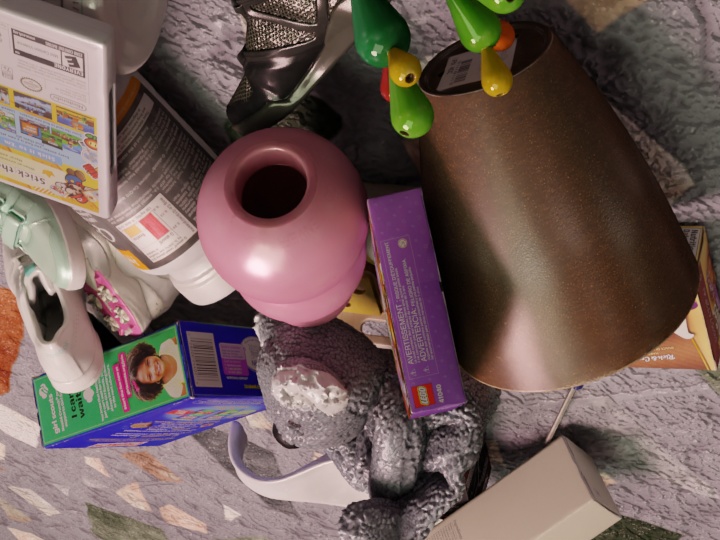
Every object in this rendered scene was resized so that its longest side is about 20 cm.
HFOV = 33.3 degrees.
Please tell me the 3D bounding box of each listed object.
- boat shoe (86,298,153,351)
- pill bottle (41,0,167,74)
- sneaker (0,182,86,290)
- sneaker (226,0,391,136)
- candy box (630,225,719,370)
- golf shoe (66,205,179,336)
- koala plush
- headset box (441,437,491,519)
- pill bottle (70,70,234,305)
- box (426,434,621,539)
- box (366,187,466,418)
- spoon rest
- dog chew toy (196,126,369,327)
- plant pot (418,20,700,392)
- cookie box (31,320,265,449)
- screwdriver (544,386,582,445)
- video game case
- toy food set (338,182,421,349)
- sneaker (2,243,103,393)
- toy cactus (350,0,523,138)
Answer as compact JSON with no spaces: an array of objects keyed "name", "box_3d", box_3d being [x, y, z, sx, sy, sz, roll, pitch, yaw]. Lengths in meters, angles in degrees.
[{"name":"boat shoe","box_3d":[-0.259,0.073,1.257,0.072,0.067,0.201,7,142,20]},{"name":"pill bottle","box_3d":[-0.243,-0.207,0.840,0.197,0.114,0.114,11,144,14]},{"name":"sneaker","box_3d":[-0.324,-0.045,1.020,0.201,0.118,0.074,50,143,13]},{"name":"sneaker","box_3d":[-0.061,-0.177,0.821,0.113,0.077,0.199,34,141,-12]},{"name":"candy box","box_3d":[0.183,0.023,0.968,0.197,0.057,0.117,2,140,28]},{"name":"golf shoe","box_3d":[-0.234,-0.041,1.099,0.075,0.091,0.202,-7,116,57]},{"name":"koala plush","box_3d":[-0.005,0.105,1.005,0.199,0.178,0.184,37,105,-20]},{"name":"headset box","box_3d":[0.043,0.165,1.210,0.146,0.078,0.201,6,141,21]},{"name":"pill bottle","box_3d":[-0.171,-0.069,0.981,0.115,0.117,0.200,-13,132,39]},{"name":"box","box_3d":[0.150,0.257,1.186,0.199,0.083,0.068,-37,136,17]},{"name":"box","box_3d":[0.037,0.032,0.843,0.038,0.139,0.200,-11,171,0]},{"name":"spoon rest","box_3d":[-0.044,0.200,1.185,0.197,0.061,0.100,9,144,21]},{"name":"dog chew toy","box_3d":[-0.050,-0.019,0.895,0.122,0.126,0.201,13,159,12]},{"name":"plant pot","box_3d":[0.114,-0.056,0.816,0.184,0.188,0.202,-5,125,32]},{"name":"cookie box","box_3d":[-0.189,0.115,1.173,0.198,0.076,0.170,-21,164,29]},{"name":"screwdriver","box_3d":[0.197,0.113,1.107,0.029,0.028,0.201,-9,146,-8]},{"name":"video game case","box_3d":[-0.263,-0.129,0.835,0.197,0.023,0.183,19,143,2]},{"name":"toy food set","box_3d":[0.000,0.000,1.030,0.141,0.061,0.201,5,141,21]},{"name":"sneaker","box_3d":[-0.292,0.012,1.111,0.074,0.201,0.089,-28,145,-6]},{"name":"toy cactus","box_3d":[0.025,-0.188,0.708,0.163,0.102,0.203,17,117,19]}]
